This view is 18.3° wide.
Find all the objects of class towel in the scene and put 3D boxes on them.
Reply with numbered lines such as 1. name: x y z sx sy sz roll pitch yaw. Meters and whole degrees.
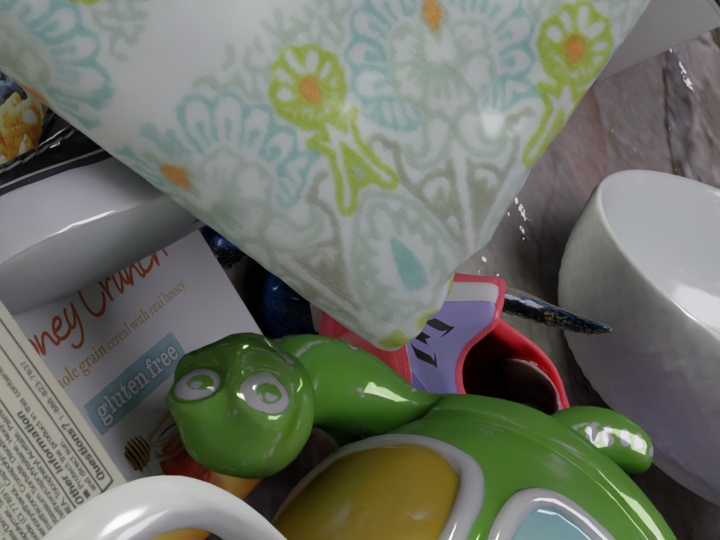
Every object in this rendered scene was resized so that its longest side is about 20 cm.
1. towel: 0.001 -0.105 0.598 0.171 0.048 0.200 36 85 -16

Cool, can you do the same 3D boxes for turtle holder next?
1. turtle holder: 0.026 0.104 0.665 0.132 0.141 0.186 -37 124 -56

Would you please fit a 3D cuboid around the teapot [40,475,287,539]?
1. teapot: -0.040 0.171 0.544 0.146 0.197 0.200 -20 74 -44

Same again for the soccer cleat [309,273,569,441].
1. soccer cleat: 0.050 0.067 0.783 0.200 0.076 0.067 53 38 -44

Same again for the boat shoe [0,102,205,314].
1. boat shoe: -0.065 -0.045 0.665 0.068 0.072 0.200 57 39 2

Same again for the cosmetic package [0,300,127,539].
1. cosmetic package: -0.153 0.081 0.527 0.104 0.087 0.200 58 34 -12

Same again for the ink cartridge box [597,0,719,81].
1. ink cartridge box: 0.171 -0.194 1.026 0.084 0.200 0.145 43 40 -32

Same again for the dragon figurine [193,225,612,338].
1. dragon figurine: 0.000 0.000 0.801 0.200 0.059 0.100 40 44 -25

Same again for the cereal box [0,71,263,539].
1. cereal box: -0.106 0.000 0.680 0.200 0.039 0.144 59 35 -9

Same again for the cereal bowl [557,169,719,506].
1. cereal bowl: 0.165 0.044 0.938 0.200 0.083 0.200 25 22 -11
